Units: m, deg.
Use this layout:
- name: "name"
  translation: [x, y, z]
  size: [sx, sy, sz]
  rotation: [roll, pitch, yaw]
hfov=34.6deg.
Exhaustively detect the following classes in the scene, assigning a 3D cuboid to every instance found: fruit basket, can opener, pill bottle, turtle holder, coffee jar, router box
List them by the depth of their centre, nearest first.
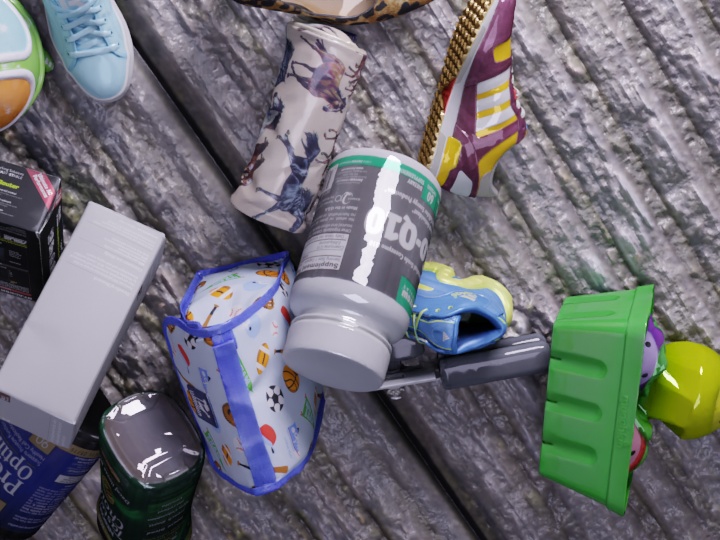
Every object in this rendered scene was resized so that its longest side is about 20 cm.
- name: "turtle holder"
  translation: [-0.367, -0.208, 1.024]
  size: [0.139, 0.132, 0.188]
  rotation: [-14, 106, 4]
- name: "pill bottle"
  translation: [0.000, 0.000, 1.056]
  size: [0.112, 0.113, 0.202]
  rotation: [18, 67, -6]
- name: "router box"
  translation: [-0.377, -0.051, 1.071]
  size: [0.198, 0.063, 0.150]
  rotation: [17, 150, -5]
- name: "coffee jar"
  translation: [-0.210, 0.215, 1.133]
  size: [0.085, 0.105, 0.201]
  rotation: [-23, 148, -29]
- name: "fruit basket"
  translation: [0.286, 0.124, 1.135]
  size: [0.213, 0.155, 0.218]
  rotation: [5, 107, 17]
- name: "can opener"
  translation: [0.092, 0.088, 1.162]
  size: [0.197, 0.053, 0.067]
  rotation: [-6, 106, 1]
- name: "pill bottle"
  translation: [-0.343, 0.199, 1.163]
  size: [0.112, 0.112, 0.200]
  rotation: [39, 102, -11]

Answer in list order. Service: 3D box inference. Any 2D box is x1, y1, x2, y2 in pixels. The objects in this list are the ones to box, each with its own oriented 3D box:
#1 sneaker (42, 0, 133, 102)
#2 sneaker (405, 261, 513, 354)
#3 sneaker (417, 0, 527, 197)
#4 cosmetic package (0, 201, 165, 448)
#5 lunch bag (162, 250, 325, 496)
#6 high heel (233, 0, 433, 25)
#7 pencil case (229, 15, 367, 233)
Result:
- name: "sneaker"
  translation: [-0.262, -0.246, 1.047]
  size: [0.073, 0.082, 0.202]
  rotation: [-15, 106, 5]
- name: "sneaker"
  translation: [0.054, 0.032, 1.118]
  size: [0.197, 0.105, 0.077]
  rotation: [4, 107, -2]
- name: "sneaker"
  translation: [0.121, -0.167, 1.083]
  size: [0.089, 0.075, 0.202]
  rotation: [14, 112, -13]
- name: "cosmetic package"
  translation: [-0.261, 0.052, 1.072]
  size: [0.089, 0.107, 0.202]
  rotation: [22, 67, -7]
- name: "lunch bag"
  translation: [-0.107, 0.094, 1.087]
  size: [0.122, 0.200, 0.172]
  rotation: [-14, 107, 4]
- name: "high heel"
  translation: [-0.027, -0.249, 1.015]
  size: [0.197, 0.143, 0.072]
  rotation: [7, 107, -2]
- name: "pencil case"
  translation: [-0.061, -0.133, 1.084]
  size: [0.077, 0.089, 0.202]
  rotation: [11, 109, -31]
